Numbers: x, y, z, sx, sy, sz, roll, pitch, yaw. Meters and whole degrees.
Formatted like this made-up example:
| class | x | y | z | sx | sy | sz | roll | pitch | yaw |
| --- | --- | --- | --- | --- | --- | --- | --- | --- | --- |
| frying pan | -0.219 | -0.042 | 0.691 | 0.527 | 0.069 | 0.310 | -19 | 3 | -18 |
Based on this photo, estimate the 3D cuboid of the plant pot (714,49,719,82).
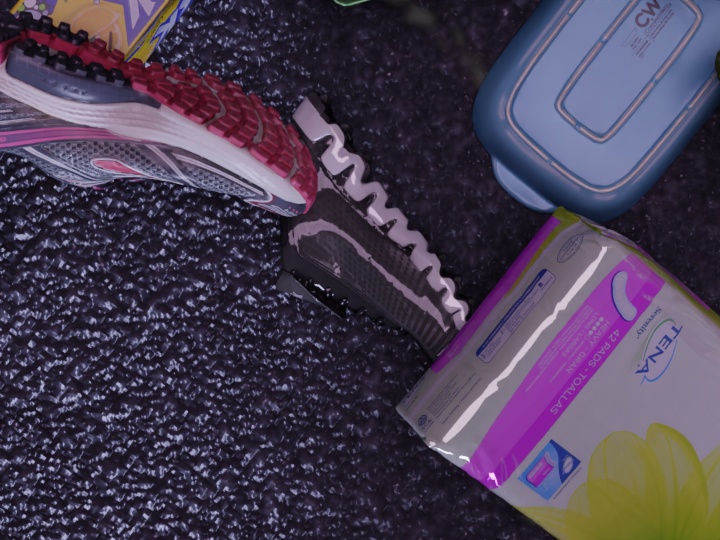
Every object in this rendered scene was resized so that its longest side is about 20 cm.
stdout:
| class | x | y | z | sx | sy | sz | roll | pitch | yaw |
| --- | --- | --- | --- | --- | --- | --- | --- | --- | --- |
| plant pot | 0.306 | -0.111 | 0.845 | 0.193 | 0.200 | 0.201 | -32 | 91 | 7 |

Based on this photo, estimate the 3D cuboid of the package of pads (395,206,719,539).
| class | x | y | z | sx | sy | sz | roll | pitch | yaw |
| --- | --- | --- | --- | --- | --- | --- | --- | --- | --- |
| package of pads | 0.142 | 0.076 | 0.874 | 0.200 | 0.068 | 0.155 | 38 | 92 | -26 |

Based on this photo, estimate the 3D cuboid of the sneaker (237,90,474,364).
| class | x | y | z | sx | sy | sz | roll | pitch | yaw |
| --- | --- | --- | --- | --- | --- | --- | --- | --- | --- |
| sneaker | 0.000 | 0.000 | 0.907 | 0.090 | 0.066 | 0.200 | -36 | 88 | 5 |

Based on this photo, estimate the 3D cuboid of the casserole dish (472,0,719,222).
| class | x | y | z | sx | sy | sz | roll | pitch | yaw |
| --- | --- | --- | --- | --- | --- | --- | --- | --- | --- |
| casserole dish | 0.154 | -0.121 | 0.915 | 0.121 | 0.039 | 0.200 | 38 | 90 | -1 |

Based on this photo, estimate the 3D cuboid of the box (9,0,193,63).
| class | x | y | z | sx | sy | sz | roll | pitch | yaw |
| --- | --- | --- | --- | --- | --- | --- | --- | --- | --- |
| box | -0.139 | -0.163 | 0.901 | 0.070 | 0.064 | 0.200 | 39 | 92 | -1 |

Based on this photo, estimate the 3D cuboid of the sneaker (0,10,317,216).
| class | x | y | z | sx | sy | sz | roll | pitch | yaw |
| --- | --- | --- | --- | --- | --- | --- | --- | --- | --- |
| sneaker | -0.118 | -0.073 | 0.851 | 0.200 | 0.081 | 0.075 | 20 | 115 | -9 |

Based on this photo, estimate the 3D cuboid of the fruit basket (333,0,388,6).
| class | x | y | z | sx | sy | sz | roll | pitch | yaw |
| --- | --- | --- | --- | --- | --- | --- | --- | --- | --- |
| fruit basket | 0.040 | -0.189 | 0.835 | 0.185 | 0.200 | 0.094 | -12 | 106 | 0 |
